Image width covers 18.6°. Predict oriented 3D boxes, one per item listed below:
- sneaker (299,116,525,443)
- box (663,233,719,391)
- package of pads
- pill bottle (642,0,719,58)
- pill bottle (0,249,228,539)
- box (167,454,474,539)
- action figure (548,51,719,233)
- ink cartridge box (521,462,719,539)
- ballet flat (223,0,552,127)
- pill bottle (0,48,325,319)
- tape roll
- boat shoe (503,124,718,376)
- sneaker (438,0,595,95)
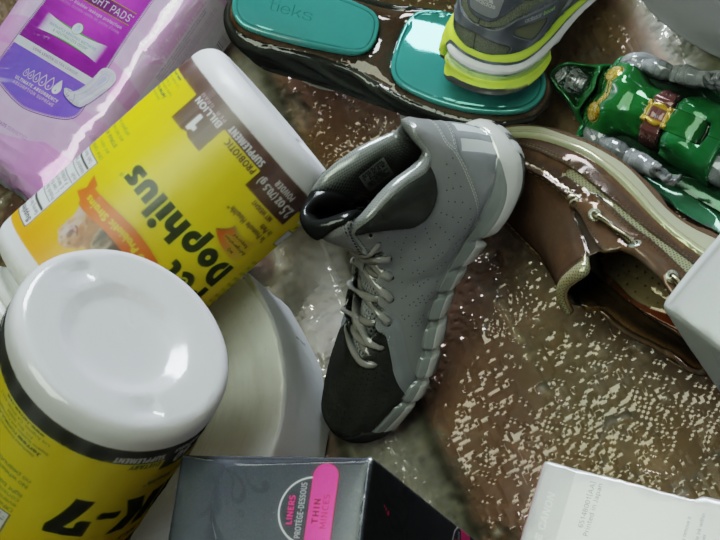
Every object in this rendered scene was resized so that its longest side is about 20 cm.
[{"bbox_3d":[0.000,0.000,1.193,0.075,0.115,0.201,39,111,41],"label":"sneaker"},{"bbox_3d":[0.275,0.012,1.059,0.200,0.199,0.131,-49,60,-1],"label":"box"},{"bbox_3d":[-0.164,-0.127,1.363,0.120,0.076,0.200,32,84,26],"label":"package of pads"},{"bbox_3d":[0.243,-0.219,1.212,0.112,0.113,0.201,24,80,28],"label":"pill bottle"},{"bbox_3d":[-0.154,0.090,1.122,0.200,0.114,0.115,-55,50,44],"label":"pill bottle"},{"bbox_3d":[-0.013,0.176,1.111,0.106,0.200,0.123,-1,70,22],"label":"box"},{"bbox_3d":[0.187,-0.073,1.215,0.200,0.055,0.118,25,84,32],"label":"action figure"},{"bbox_3d":[0.151,0.213,1.110,0.176,0.045,0.201,12,74,25],"label":"ink cartridge box"},{"bbox_3d":[0.017,-0.123,1.284,0.199,0.068,0.068,21,68,11],"label":"ballet flat"},{"bbox_3d":[-0.120,-0.020,1.203,0.200,0.109,0.109,-41,61,3],"label":"pill bottle"},{"bbox_3d":[-0.121,0.087,1.264,0.202,0.071,0.203,-8,67,20],"label":"tape roll"},{"bbox_3d":[0.129,-0.012,1.185,0.202,0.075,0.075,32,47,29],"label":"boat shoe"},{"bbox_3d":[0.112,-0.187,1.244,0.074,0.081,0.200,24,55,12],"label":"sneaker"}]
